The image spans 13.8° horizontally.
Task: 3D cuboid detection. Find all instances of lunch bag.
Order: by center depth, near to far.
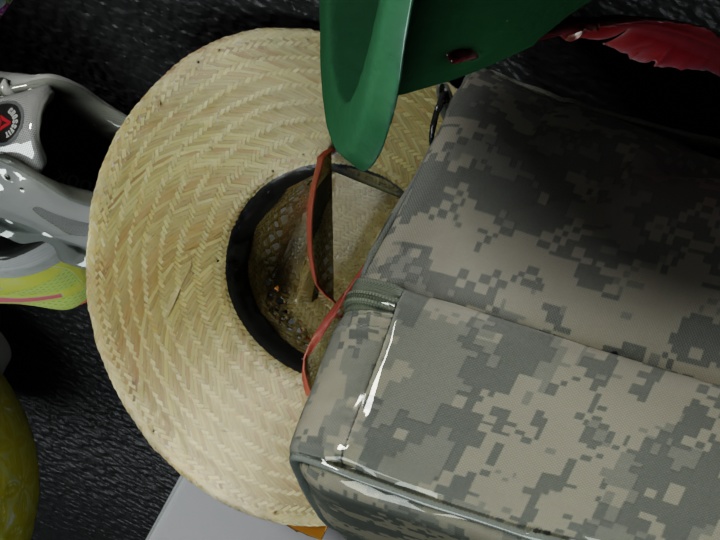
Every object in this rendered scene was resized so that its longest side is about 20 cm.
[{"bbox_3d":[0.096,0.030,0.982,0.199,0.169,0.139,17,166,14],"label":"lunch bag"}]

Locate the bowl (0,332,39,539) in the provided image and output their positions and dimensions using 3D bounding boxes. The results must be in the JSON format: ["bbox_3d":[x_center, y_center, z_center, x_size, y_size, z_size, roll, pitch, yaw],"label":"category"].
[{"bbox_3d":[-0.239,0.068,1.534,0.199,0.108,0.200,24,156,12],"label":"bowl"}]

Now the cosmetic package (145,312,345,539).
[{"bbox_3d":[-0.010,0.156,1.379,0.167,0.167,0.200,26,155,8],"label":"cosmetic package"}]

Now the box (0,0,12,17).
[{"bbox_3d":[-0.163,-0.182,0.836,0.122,0.193,0.200,11,151,35],"label":"box"}]

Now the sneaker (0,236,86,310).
[{"bbox_3d":[-0.202,-0.020,1.358,0.199,0.078,0.090,17,161,31],"label":"sneaker"}]

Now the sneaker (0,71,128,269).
[{"bbox_3d":[-0.161,-0.057,1.212,0.199,0.075,0.089,9,157,-12],"label":"sneaker"}]

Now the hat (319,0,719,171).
[{"bbox_3d":[0.084,-0.106,0.859,0.175,0.167,0.200,6,-165,-9],"label":"hat"}]

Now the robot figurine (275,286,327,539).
[{"bbox_3d":[0.025,0.064,1.190,0.200,0.145,0.058,17,162,47],"label":"robot figurine"}]

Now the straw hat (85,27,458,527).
[{"bbox_3d":[0.000,0.000,1.142,0.200,0.202,0.085,17,-166,26],"label":"straw hat"}]
